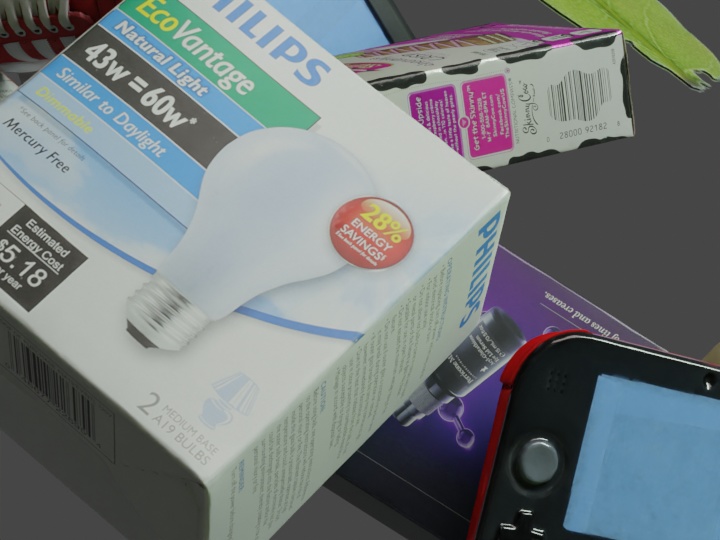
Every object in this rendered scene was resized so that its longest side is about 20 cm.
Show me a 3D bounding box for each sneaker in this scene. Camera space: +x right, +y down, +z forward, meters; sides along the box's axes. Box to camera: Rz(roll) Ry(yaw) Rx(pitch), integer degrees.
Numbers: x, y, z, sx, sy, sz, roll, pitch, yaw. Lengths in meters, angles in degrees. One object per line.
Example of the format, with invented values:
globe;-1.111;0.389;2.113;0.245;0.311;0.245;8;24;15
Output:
sneaker;-0.171;-0.138;1.239;0.112;0.072;0.199;9;-11;-39

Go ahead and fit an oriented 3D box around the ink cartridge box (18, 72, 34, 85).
ink cartridge box;-0.099;-0.181;1.499;0.145;0.201;0.145;23;18;-22

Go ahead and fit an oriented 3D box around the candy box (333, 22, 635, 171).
candy box;0.024;-0.084;1.336;0.199;0.061;0.136;-15;13;-26

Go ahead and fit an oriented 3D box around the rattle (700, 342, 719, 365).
rattle;0.205;0.064;1.401;0.130;0.201;0.143;31;21;-3

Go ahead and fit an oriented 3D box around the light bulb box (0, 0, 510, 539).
light bulb box;-0.073;-0.001;1.133;0.198;0.125;0.200;38;63;16

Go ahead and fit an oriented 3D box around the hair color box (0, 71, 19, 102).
hair color box;-0.178;-0.037;1.282;0.200;0.061;0.101;41;22;20

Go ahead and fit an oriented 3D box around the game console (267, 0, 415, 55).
game console;-0.051;-0.112;1.399;0.031;0.177;0.201;15;-37;56

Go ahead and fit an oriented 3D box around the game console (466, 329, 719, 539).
game console;0.141;0.129;1.195;0.199;0.178;0.031;14;-5;-23

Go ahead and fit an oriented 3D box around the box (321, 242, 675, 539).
box;0.064;0.072;1.249;0.199;0.142;0.079;32;-9;-1
